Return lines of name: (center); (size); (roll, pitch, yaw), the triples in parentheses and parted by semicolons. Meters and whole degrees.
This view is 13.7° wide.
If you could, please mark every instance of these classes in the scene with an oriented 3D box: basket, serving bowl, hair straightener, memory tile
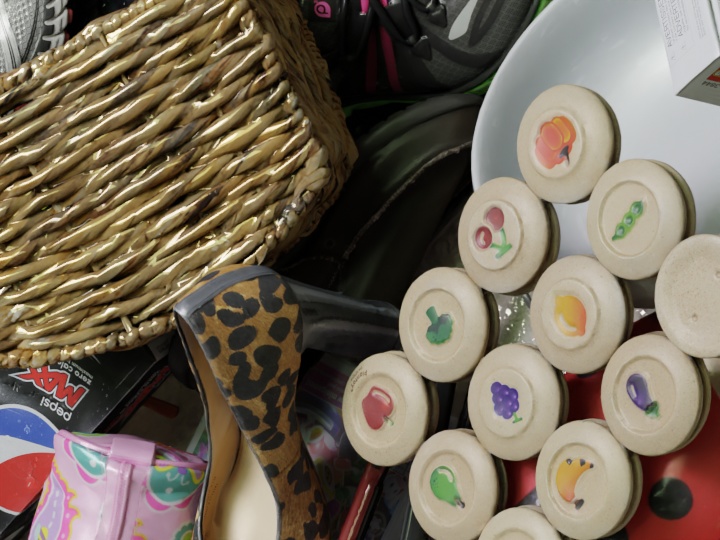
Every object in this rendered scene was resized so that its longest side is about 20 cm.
basket: (-0.104, -0.045, 1.399); (0.199, 0.149, 0.143); (-28, 94, 8)
serving bowl: (0.150, -0.060, 1.309); (0.199, 0.066, 0.201); (-20, 44, 21)
hair straightener: (0.042, 0.089, 1.376); (0.077, 0.041, 0.201); (19, 85, 6)
memory tile: (0.077, 0.036, 1.252); (0.153, 0.017, 0.200); (49, 119, 31)

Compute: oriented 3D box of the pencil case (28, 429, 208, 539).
pencil case: (-0.126, 0.177, 1.419); (0.087, 0.087, 0.201); (10, 85, 42)

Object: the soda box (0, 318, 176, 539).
soda box: (-0.164, 0.076, 1.500); (0.063, 0.071, 0.200); (46, 119, 6)

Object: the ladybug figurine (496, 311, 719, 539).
ladybug figurine: (0.121, 0.086, 1.286); (0.200, 0.072, 0.136); (-45, 50, 18)

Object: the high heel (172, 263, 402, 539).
high heel: (-0.068, 0.091, 1.341); (0.071, 0.142, 0.201); (31, 101, 36)

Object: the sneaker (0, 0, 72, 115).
sneaker: (-0.219, -0.109, 1.628); (0.078, 0.082, 0.201); (29, 104, 43)

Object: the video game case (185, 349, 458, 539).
video game case: (-0.047, 0.135, 1.446); (0.143, 0.018, 0.201); (26, 91, 43)

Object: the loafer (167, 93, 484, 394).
loafer: (0.000, 0.000, 1.427); (0.200, 0.073, 0.071); (-45, 69, 8)

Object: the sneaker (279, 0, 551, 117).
sneaker: (0.009, -0.121, 1.458); (0.199, 0.084, 0.077); (-18, 62, 34)

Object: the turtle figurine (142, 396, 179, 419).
turtle figurine: (-0.131, -0.029, 1.552); (0.200, 0.064, 0.162); (41, 115, 30)

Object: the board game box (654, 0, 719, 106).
board game box: (0.202, -0.112, 1.213); (0.035, 0.199, 0.127); (-41, 48, 45)
